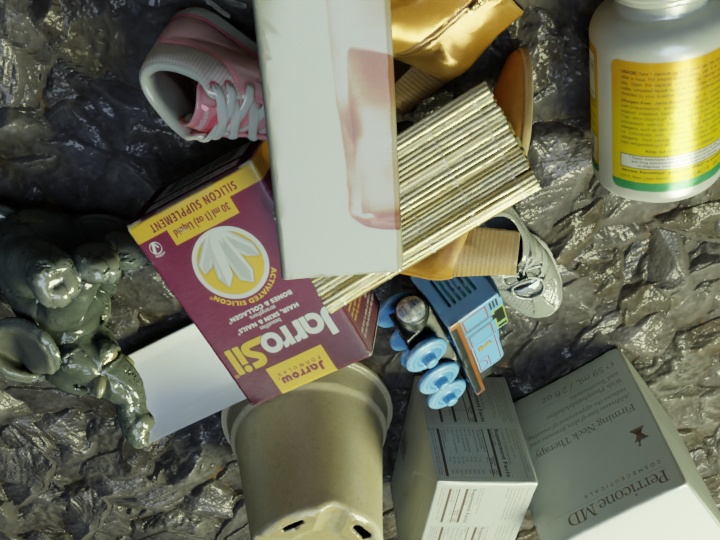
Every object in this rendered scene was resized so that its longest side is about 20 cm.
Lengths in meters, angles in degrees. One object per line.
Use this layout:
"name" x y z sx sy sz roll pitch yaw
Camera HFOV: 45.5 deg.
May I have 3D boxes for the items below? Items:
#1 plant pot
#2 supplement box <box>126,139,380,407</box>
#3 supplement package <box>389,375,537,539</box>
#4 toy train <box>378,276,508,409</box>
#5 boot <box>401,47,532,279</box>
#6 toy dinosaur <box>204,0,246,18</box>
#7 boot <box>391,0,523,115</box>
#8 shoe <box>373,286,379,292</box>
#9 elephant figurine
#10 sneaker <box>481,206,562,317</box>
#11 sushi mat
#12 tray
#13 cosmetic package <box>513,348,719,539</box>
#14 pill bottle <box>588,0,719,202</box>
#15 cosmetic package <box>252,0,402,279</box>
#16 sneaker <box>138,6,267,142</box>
"plant pot" -0.052 0.224 0.928 0.199 0.184 0.201 -4 128 -5
"supplement box" -0.087 -0.002 0.760 0.130 0.103 0.200 -26 111 17
"supplement package" 0.110 0.244 0.984 0.110 0.156 0.201 3 128 -9
"toy train" 0.091 0.065 0.859 0.114 0.087 0.200 -33 147 -2
"boot" 0.068 -0.094 0.725 0.143 0.071 0.202 6 85 8
"toy dinosaur" -0.154 -0.266 0.600 0.181 0.200 0.105 -33 150 -32
"boot" 0.023 -0.220 0.664 0.201 0.071 0.144 30 118 -36
"shoe" 0.000 0.000 0.841 0.070 0.054 0.200 19 123 -21
"elephant figurine" -0.271 0.054 0.788 0.141 0.155 0.201 -6 123 -32
"sneaker" 0.140 -0.010 0.834 0.075 0.082 0.200 -32 126 17
"sushi mat" 0.037 -0.056 0.675 0.199 0.012 0.096 -31 96 4
"tray" -0.173 0.104 0.911 0.199 0.022 0.108 -25 115 12
"cosmetic package" 0.287 0.236 0.975 0.167 0.200 0.166 -32 126 16
"pill bottle" 0.246 -0.166 0.707 0.112 0.113 0.201 -13 128 2
"cosmetic package" -0.018 -0.106 0.587 0.087 0.103 0.201 -3 114 1
"sneaker" -0.078 -0.122 0.666 0.200 0.105 0.075 29 131 -5
